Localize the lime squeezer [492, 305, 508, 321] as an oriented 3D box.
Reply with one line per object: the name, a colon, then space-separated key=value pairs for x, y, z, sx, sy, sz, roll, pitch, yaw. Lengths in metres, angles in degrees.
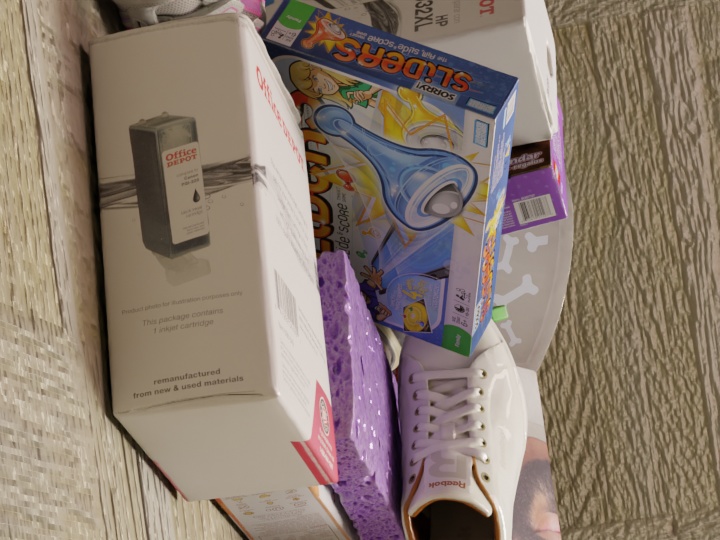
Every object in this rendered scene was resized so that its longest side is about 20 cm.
lime squeezer: x=0.020 y=0.030 z=1.849 sx=0.038 sy=0.071 sz=0.200 roll=61 pitch=-19 yaw=-11

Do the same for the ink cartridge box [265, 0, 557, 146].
ink cartridge box: x=0.010 y=-0.124 z=1.677 sx=0.145 sy=0.200 sz=0.084 roll=-85 pitch=162 yaw=-61

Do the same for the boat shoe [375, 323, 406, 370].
boat shoe: x=0.000 y=0.000 z=1.725 sx=0.075 sy=0.073 sz=0.200 roll=61 pitch=-7 yaw=-32

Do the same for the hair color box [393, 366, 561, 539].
hair color box: x=0.063 y=0.148 z=1.691 sx=0.111 sy=0.064 sz=0.200 roll=18 pitch=56 yaw=-43

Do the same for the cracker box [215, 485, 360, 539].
cracker box: x=-0.041 y=0.086 z=1.586 sx=0.200 sy=0.058 sz=0.134 roll=63 pitch=19 yaw=-68

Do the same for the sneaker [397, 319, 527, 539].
sneaker: x=0.058 y=0.103 z=1.577 sx=0.085 sy=0.073 sz=0.200 roll=67 pitch=18 yaw=-72

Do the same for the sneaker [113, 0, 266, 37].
sneaker: x=-0.085 y=-0.140 z=1.454 sx=0.200 sy=0.081 sz=0.088 roll=-39 pitch=118 yaw=-80

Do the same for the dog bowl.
dog bowl: x=0.071 y=0.001 z=1.915 sx=0.200 sy=0.059 sz=0.200 roll=-167 pitch=-90 yaw=-68

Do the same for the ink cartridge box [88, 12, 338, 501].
ink cartridge box: x=-0.071 y=-0.005 z=1.378 sx=0.146 sy=0.085 sz=0.200 roll=63 pitch=21 yaw=-66

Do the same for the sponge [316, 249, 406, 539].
sponge: x=0.000 y=0.081 z=1.563 sx=0.200 sy=0.030 sz=0.112 roll=69 pitch=15 yaw=-61

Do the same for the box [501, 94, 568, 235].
box: x=0.022 y=-0.053 z=1.683 sx=0.137 sy=0.200 sz=0.039 roll=-86 pitch=159 yaw=-61

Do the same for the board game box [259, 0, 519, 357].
board game box: x=0.011 y=-0.047 z=1.527 sx=0.200 sy=0.135 sz=0.034 roll=92 pitch=22 yaw=-51
